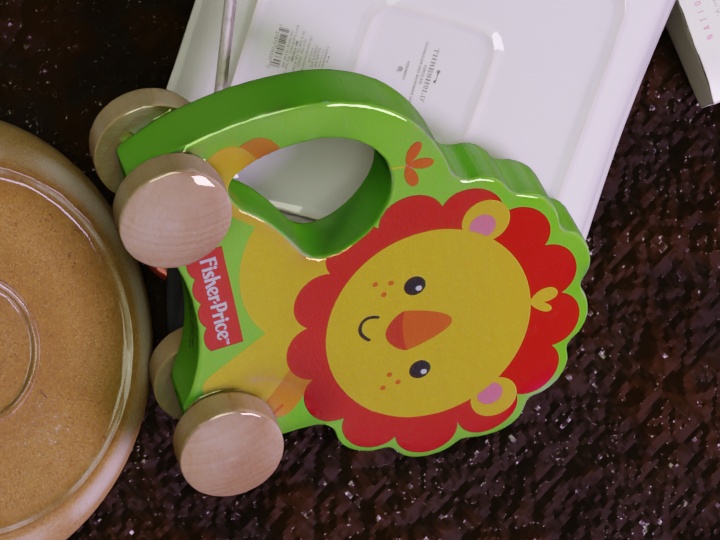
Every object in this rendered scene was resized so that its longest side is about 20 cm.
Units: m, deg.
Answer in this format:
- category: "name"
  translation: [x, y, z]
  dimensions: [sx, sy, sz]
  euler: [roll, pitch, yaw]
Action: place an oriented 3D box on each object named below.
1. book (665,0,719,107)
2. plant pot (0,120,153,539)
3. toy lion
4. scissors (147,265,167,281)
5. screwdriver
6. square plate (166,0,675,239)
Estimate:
- category: "book"
  translation: [0.220, -0.170, 1.328]
  dimensions: [0.199, 0.048, 0.134]
  euler: [-23, 92, -8]
- category: "plant pot"
  translation: [-0.166, 0.034, 1.236]
  dimensions: [0.199, 0.027, 0.201]
  euler: [0, 91, -36]
- category: "toy lion"
  translation: [0.000, 0.000, 1.238]
  dimensions: [0.191, 0.069, 0.201]
  euler: [-17, 129, -7]
- category: "scissors"
  translation: [-0.010, -0.059, 1.314]
  dimensions: [0.199, 0.014, 0.073]
  euler: [-23, 86, -7]
- category: "screwdriver"
  translation: [-0.065, -0.044, 1.234]
  dimensions: [0.029, 0.201, 0.028]
  euler: [-27, 52, -28]
- category: "square plate"
  translation: [0.023, -0.085, 1.255]
  dimensions: [0.197, 0.028, 0.201]
  euler: [14, 114, -10]
